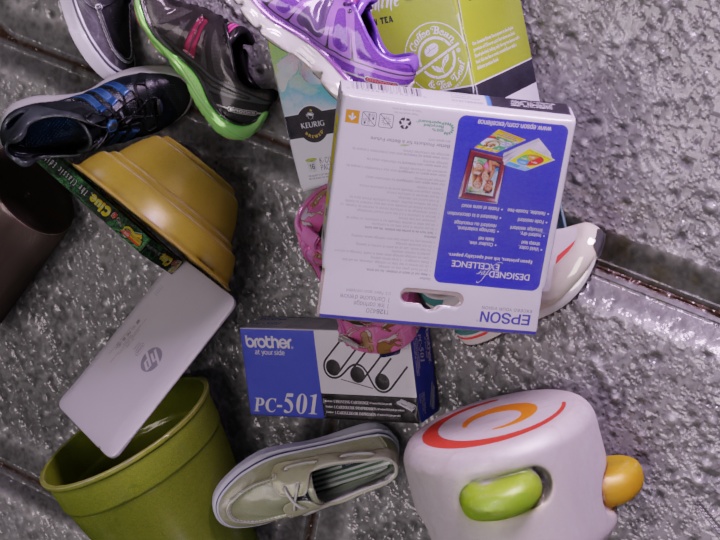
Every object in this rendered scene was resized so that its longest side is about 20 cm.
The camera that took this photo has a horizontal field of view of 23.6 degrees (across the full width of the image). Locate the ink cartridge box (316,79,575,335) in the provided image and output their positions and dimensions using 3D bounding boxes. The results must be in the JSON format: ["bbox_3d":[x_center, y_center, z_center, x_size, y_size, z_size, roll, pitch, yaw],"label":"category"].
[{"bbox_3d":[0.067,-0.051,1.447,0.195,0.047,0.202,5,117,-6],"label":"ink cartridge box"}]

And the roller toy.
[{"bbox_3d":[0.141,0.201,1.577,0.181,0.199,0.141,-2,107,52],"label":"roller toy"}]

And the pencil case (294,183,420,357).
[{"bbox_3d":[0.000,0.000,1.572,0.082,0.087,0.201,4,149,17],"label":"pencil case"}]

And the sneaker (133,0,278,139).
[{"bbox_3d":[-0.150,-0.224,1.679,0.083,0.077,0.201,-37,89,16],"label":"sneaker"}]

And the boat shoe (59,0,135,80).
[{"bbox_3d":[-0.258,-0.289,1.715,0.067,0.072,0.202,-16,93,31],"label":"boat shoe"}]

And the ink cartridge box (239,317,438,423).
[{"bbox_3d":[-0.022,0.098,1.717,0.198,0.044,0.095,1,105,30],"label":"ink cartridge box"}]

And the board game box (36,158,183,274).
[{"bbox_3d":[-0.272,-0.074,1.763,0.200,0.105,0.024,40,91,19],"label":"board game box"}]

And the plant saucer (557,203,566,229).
[{"bbox_3d":[0.106,-0.034,1.617,0.198,0.019,0.071,-8,102,30],"label":"plant saucer"}]

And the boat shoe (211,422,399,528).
[{"bbox_3d":[-0.055,0.207,1.706,0.198,0.062,0.073,-23,111,2],"label":"boat shoe"}]

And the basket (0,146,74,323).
[{"bbox_3d":[-0.412,-0.032,1.850,0.200,0.136,0.181,-39,92,29],"label":"basket"}]

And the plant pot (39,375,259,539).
[{"bbox_3d":[-0.201,0.247,1.794,0.199,0.201,0.194,-18,108,33],"label":"plant pot"}]

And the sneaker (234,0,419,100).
[{"bbox_3d":[-0.031,-0.216,1.456,0.200,0.081,0.084,40,108,2],"label":"sneaker"}]

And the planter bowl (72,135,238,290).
[{"bbox_3d":[-0.182,-0.074,1.701,0.200,0.200,0.084,37,86,15],"label":"planter bowl"}]

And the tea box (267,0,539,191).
[{"bbox_3d":[0.037,-0.190,1.536,0.198,0.133,0.199,-7,102,31],"label":"tea box"}]

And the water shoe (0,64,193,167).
[{"bbox_3d":[-0.255,-0.143,1.696,0.198,0.079,0.072,-16,124,-5],"label":"water shoe"}]

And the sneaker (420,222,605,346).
[{"bbox_3d":[0.129,-0.001,1.552,0.093,0.071,0.199,38,139,-20],"label":"sneaker"}]

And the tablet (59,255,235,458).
[{"bbox_3d":[-0.218,0.085,1.747,0.201,0.014,0.130,-52,41,-4],"label":"tablet"}]
